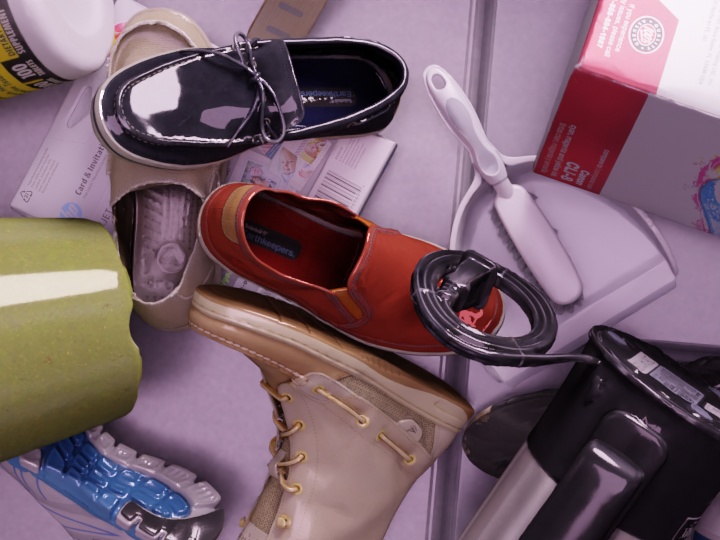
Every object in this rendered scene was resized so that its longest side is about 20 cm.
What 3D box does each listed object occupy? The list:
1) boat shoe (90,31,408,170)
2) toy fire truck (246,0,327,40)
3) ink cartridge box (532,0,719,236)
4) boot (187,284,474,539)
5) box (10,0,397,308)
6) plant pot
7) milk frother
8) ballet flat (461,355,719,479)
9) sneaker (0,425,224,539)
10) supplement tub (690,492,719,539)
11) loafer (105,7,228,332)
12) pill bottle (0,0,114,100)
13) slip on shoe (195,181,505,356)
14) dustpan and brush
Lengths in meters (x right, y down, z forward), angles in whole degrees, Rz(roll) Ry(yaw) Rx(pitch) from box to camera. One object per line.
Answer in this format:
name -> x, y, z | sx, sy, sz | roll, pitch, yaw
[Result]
boat shoe -> -0.060, -0.104, 0.949 | 0.200, 0.062, 0.075 | -8, 78, -26
toy fire truck -> -0.049, -0.252, 0.996 | 0.176, 0.129, 0.200 | 21, 83, 3
ink cartridge box -> 0.225, -0.112, 0.939 | 0.200, 0.145, 0.145 | 20, 68, 4
boot -> -0.045, 0.107, 0.997 | 0.200, 0.073, 0.156 | 27, 97, -28
box -> -0.100, -0.061, 1.034 | 0.200, 0.041, 0.156 | 28, 93, 1
plant pot -> -0.235, 0.043, 0.944 | 0.190, 0.200, 0.200 | -10, 91, -24
milk frother -> 0.091, 0.113, 0.942 | 0.200, 0.180, 0.188 | 40, 105, 30
ballet flat -> 0.164, 0.097, 1.025 | 0.200, 0.057, 0.067 | -10, 100, 10
sneaker -> -0.182, 0.140, 1.035 | 0.200, 0.075, 0.087 | 35, 132, 16
supplement tub -> 0.261, 0.241, 0.968 | 0.144, 0.145, 0.200 | 7, 93, 3
loafer -> -0.117, -0.062, 0.980 | 0.076, 0.068, 0.200 | -5, 91, 4
pill bottle -> -0.263, -0.152, 0.996 | 0.200, 0.112, 0.113 | -13, 91, 19
slip on shoe -> 0.000, 0.000, 0.958 | 0.200, 0.061, 0.074 | 23, 78, -19
dustpan and brush -> 0.096, -0.041, 1.011 | 0.139, 0.057, 0.200 | -32, 89, 4
